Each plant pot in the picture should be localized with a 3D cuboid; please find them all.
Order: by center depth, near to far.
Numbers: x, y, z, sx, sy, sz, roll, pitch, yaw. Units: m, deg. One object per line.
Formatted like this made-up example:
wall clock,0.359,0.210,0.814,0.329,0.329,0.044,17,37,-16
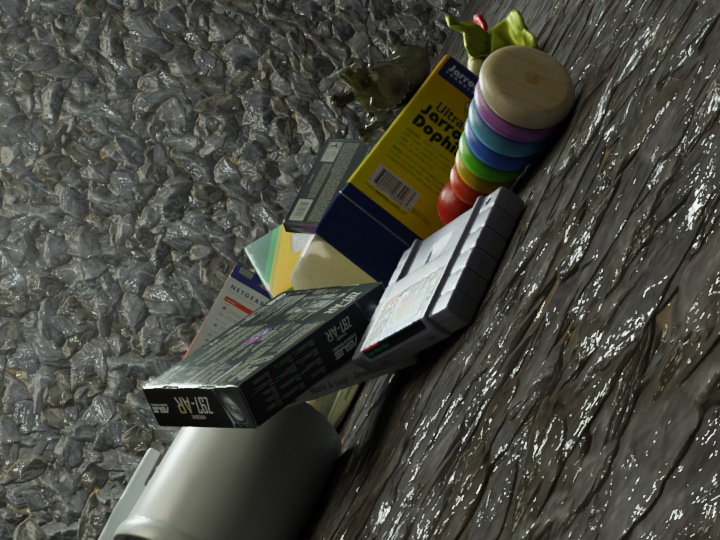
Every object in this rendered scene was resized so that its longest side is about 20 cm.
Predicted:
plant pot,0.000,0.000,1.718,0.202,0.134,0.200,-61,4,8

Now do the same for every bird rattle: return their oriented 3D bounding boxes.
bird rattle,0.142,-0.237,1.856,0.200,0.111,0.165,144,139,-89

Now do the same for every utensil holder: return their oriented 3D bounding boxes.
utensil holder,-0.130,0.228,1.564,0.201,0.169,0.170,-61,3,-26

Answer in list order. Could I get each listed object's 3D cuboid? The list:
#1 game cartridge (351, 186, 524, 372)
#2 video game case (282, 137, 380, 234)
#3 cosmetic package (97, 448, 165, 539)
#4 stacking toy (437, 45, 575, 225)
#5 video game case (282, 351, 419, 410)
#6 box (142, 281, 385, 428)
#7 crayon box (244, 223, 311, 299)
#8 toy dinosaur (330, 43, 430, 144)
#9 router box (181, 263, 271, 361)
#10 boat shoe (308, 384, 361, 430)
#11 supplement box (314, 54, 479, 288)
game cartridge,0.061,0.013,1.325,0.130,0.038,0.200,-59,11,-26
video game case,0.030,-0.089,1.672,0.019,0.198,0.144,73,-148,-42
cosmetic package,-0.205,0.330,1.710,0.200,0.164,0.166,112,-176,-65
stacking toy,0.119,-0.102,1.362,0.201,0.085,0.086,112,-177,-51
video game case,-0.023,0.074,1.507,0.180,0.024,0.200,-20,16,12
box,-0.085,0.079,1.454,0.159,0.044,0.199,-6,23,49
crayon box,-0.031,-0.029,1.887,0.199,0.058,0.119,-31,40,-3
toy dinosaur,0.035,-0.194,1.593,0.102,0.077,0.200,-30,2,37
router box,-0.123,0.118,2.045,0.180,0.199,0.049,-58,4,22
boat shoe,-0.065,0.186,1.753,0.201,0.065,0.072,-62,4,-8
supplement box,0.062,-0.096,1.542,0.201,0.109,0.109,-53,0,-25
